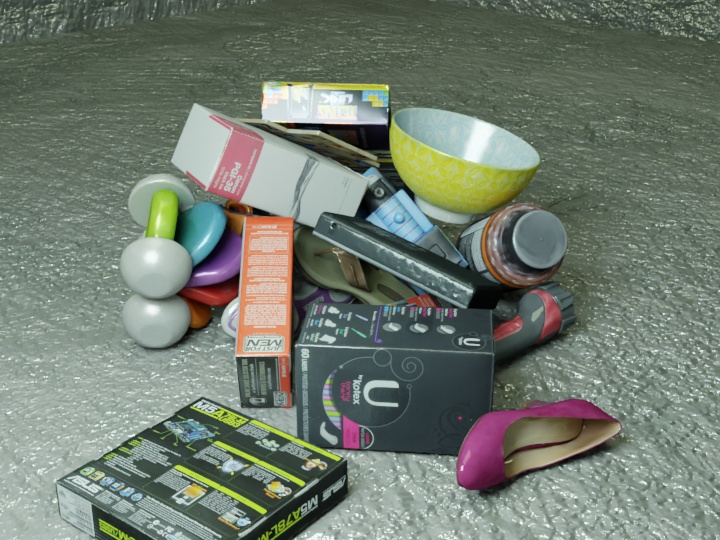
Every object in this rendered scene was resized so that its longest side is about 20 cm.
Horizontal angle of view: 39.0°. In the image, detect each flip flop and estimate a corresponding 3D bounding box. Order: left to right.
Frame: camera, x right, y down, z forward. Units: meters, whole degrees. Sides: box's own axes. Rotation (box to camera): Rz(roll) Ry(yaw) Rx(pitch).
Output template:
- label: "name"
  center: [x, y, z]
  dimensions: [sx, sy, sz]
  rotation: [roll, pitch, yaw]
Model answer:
- label: "flip flop"
  center: [0.000, 0.000, 1.277]
  dimensions: [0.200, 0.058, 0.081]
  rotation: [32, 47, -14]

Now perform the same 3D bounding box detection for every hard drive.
- label: "hard drive"
  center: [0.059, -0.010, 1.172]
  dimensions: [0.199, 0.033, 0.139]
  rotation: [26, 8, 19]

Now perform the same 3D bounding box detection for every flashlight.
- label: "flashlight"
  center: [0.172, 0.071, 1.217]
  dimensions: [0.199, 0.068, 0.068]
  rotation: [-18, 20, -35]

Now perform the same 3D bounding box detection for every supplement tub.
- label: "supplement tub"
  center: [0.194, -0.027, 1.298]
  dimensions: [0.106, 0.107, 0.200]
  rotation: [-6, -4, -12]

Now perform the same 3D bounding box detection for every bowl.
- label: "bowl"
  center: [0.123, -0.126, 1.329]
  dimensions: [0.199, 0.108, 0.200]
  rotation: [13, 26, -6]

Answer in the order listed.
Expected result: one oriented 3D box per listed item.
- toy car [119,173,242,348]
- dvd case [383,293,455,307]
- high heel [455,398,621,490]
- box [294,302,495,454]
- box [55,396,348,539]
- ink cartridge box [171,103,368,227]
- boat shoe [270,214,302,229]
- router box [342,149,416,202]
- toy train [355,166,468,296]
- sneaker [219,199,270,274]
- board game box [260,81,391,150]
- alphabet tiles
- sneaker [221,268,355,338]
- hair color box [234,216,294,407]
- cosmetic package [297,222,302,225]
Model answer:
- label: "toy car"
  center: [-0.214, -0.010, 1.253]
  dimensions: [0.149, 0.201, 0.175]
  rotation: [3, 42, -8]
- label: "dvd case"
  center: [0.035, 0.068, 1.201]
  dimensions: [0.199, 0.022, 0.146]
  rotation: [-14, 14, -4]
- label: "high heel"
  center: [0.174, 0.168, 0.991]
  dimensions: [0.096, 0.068, 0.200]
  rotation: [4, 19, 37]
- label: "box"
  center: [0.037, 0.111, 1.059]
  dimensions: [0.199, 0.123, 0.106]
  rotation: [2, 23, 5]
- label: "box"
  center: [-0.146, 0.202, 0.951]
  dimensions: [0.199, 0.048, 0.193]
  rotation: [16, 26, 34]
- label: "ink cartridge box"
  center: [-0.111, -0.122, 1.252]
  dimensions: [0.199, 0.083, 0.146]
  rotation: [19, 9, -32]
- label: "boat shoe"
  center: [-0.116, -0.043, 1.411]
  dimensions: [0.068, 0.074, 0.199]
  rotation: [-33, 9, -32]
- label: "router box"
  center: [0.040, -0.148, 1.484]
  dimensions: [0.199, 0.052, 0.157]
  rotation: [1, 23, 0]
- label: "toy train"
  center: [0.051, -0.048, 1.344]
  dimensions: [0.087, 0.200, 0.114]
  rotation: [-39, 1, -14]
- label: "sneaker"
  center: [-0.157, -0.040, 1.348]
  dimensions: [0.077, 0.112, 0.200]
  rotation: [-23, 6, -36]
- label: "board game box"
  center: [-0.041, -0.206, 1.382]
  dimensions: [0.165, 0.057, 0.200]
  rotation: [3, -3, 3]
- label: "alphabet tiles"
  center: [-0.076, -0.167, 1.326]
  dimensions: [0.167, 0.008, 0.200]
  rotation: [19, -4, -39]
- label: "sneaker"
  center: [-0.099, 0.044, 1.299]
  dimensions: [0.200, 0.075, 0.099]
  rotation: [-19, 12, -38]
- label: "hair color box"
  center: [-0.105, 0.044, 1.148]
  dimensions: [0.061, 0.102, 0.201]
  rotation: [1, 50, -2]
- label: "cosmetic package"
  center: [0.003, -0.064, 1.480]
  dimensions: [0.074, 0.102, 0.200]
  rotation: [19, 28, 36]
